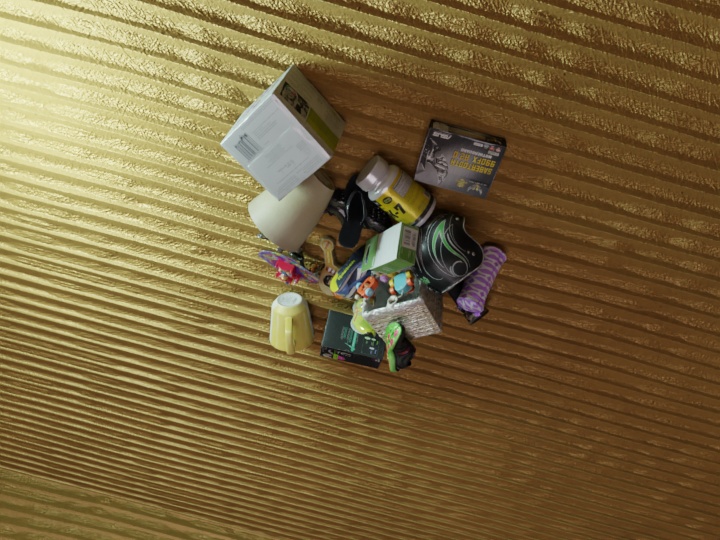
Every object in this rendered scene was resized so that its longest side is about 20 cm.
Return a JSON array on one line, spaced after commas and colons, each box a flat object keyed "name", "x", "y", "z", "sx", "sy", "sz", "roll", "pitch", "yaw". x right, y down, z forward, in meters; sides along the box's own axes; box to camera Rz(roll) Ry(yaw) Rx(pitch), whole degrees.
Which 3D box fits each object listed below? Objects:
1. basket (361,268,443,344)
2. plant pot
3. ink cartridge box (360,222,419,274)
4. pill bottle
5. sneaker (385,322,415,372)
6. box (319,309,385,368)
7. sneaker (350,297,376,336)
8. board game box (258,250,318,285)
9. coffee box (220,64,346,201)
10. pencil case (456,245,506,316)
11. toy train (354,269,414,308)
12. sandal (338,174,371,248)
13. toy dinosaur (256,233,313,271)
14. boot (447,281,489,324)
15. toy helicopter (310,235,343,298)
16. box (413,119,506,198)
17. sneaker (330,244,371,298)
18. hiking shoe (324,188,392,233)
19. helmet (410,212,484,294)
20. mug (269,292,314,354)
[{"name": "basket", "x": 0.129, "y": 0.092, "z": 1.751, "sx": 0.199, "sy": 0.199, "sz": 0.161, "roll": -17, "pitch": 126, "yaw": 23}, {"name": "plant pot", "x": -0.171, "y": -0.186, "z": 1.609, "sx": 0.187, "sy": 0.188, "sz": 0.200, "roll": 40, "pitch": 111, "yaw": -21}, {"name": "ink cartridge box", "x": 0.079, "y": -0.052, "z": 1.613, "sx": 0.059, "sy": 0.104, "sz": 0.200, "roll": 17, "pitch": 161, "yaw": -24}, {"name": "pill bottle", "x": 0.093, "y": -0.207, "z": 1.565, "sx": 0.200, "sy": 0.115, "sz": 0.114, "roll": 36, "pitch": 126, "yaw": -18}, {"name": "sneaker", "x": 0.117, "y": 0.215, "z": 1.702, "sx": 0.083, "sy": 0.077, "sz": 0.201, "roll": -10, "pitch": 139, "yaw": -6}, {"name": "box", "x": -0.020, "y": 0.224, "z": 1.903, "sx": 0.199, "sy": 0.125, "sz": 0.149, "roll": 13, "pitch": 159, "yaw": -1}, {"name": "sneaker", "x": 0.016, "y": 0.123, "z": 1.806, "sx": 0.078, "sy": 0.200, "sz": 0.091, "roll": 13, "pitch": 119, "yaw": -16}, {"name": "board game box", "x": -0.222, "y": 0.007, "z": 1.782, "sx": 0.157, "sy": 0.039, "sz": 0.200, "roll": 5, "pitch": 156, "yaw": 43}, {"name": "coffee box", "x": -0.183, "y": -0.339, "z": 1.453, "sx": 0.199, "sy": 0.198, "sz": 0.200, "roll": -32, "pitch": 116, "yaw": 31}, {"name": "pencil case", "x": 0.343, "y": 0.028, "z": 1.659, "sx": 0.085, "sy": 0.201, "sz": 0.084, "roll": 37, "pitch": 160, "yaw": -23}, {"name": "toy train", "x": 0.077, "y": 0.049, "z": 1.656, "sx": 0.056, "sy": 0.150, "sz": 0.200, "roll": 44, "pitch": 169, "yaw": -33}, {"name": "sandal", "x": -0.012, "y": -0.159, "z": 1.587, "sx": 0.076, "sy": 0.043, "sz": 0.201, "roll": 8, "pitch": 86, "yaw": -4}, {"name": "toy dinosaur", "x": -0.207, "y": -0.074, "z": 1.756, "sx": 0.200, "sy": 0.102, "sz": 0.077, "roll": 32, "pitch": 104, "yaw": -28}, {"name": "boot", "x": 0.312, "y": 0.085, "z": 1.774, "sx": 0.073, "sy": 0.200, "sz": 0.151, "roll": -38, "pitch": 80, "yaw": 8}, {"name": "toy helicopter", "x": -0.100, "y": -0.013, "z": 1.804, "sx": 0.131, "sy": 0.079, "sz": 0.201, "roll": 5, "pitch": 120, "yaw": 19}, {"name": "box", "x": 0.252, "y": -0.283, "z": 1.515, "sx": 0.199, "sy": 0.048, "sz": 0.159, "roll": 15, "pitch": 130, "yaw": -1}, {"name": "sneaker", "x": 0.000, "y": 0.000, "z": 1.748, "sx": 0.200, "sy": 0.074, "sz": 0.082, "roll": -47, "pitch": 122, "yaw": 4}, {"name": "hiking shoe", "x": -0.005, "y": -0.150, "z": 1.668, "sx": 0.199, "sy": 0.076, "sz": 0.101, "roll": 30, "pitch": 137, "yaw": -2}, {"name": "helmet", "x": 0.224, "y": -0.055, "z": 1.608, "sx": 0.200, "sy": 0.200, "sz": 0.191, "roll": -38, "pitch": 85, "yaw": 34}, {"name": "mug", "x": -0.215, "y": 0.165, "z": 1.902, "sx": 0.149, "sy": 0.186, "sz": 0.154, "roll": -20, "pitch": 126, "yaw": -30}]
